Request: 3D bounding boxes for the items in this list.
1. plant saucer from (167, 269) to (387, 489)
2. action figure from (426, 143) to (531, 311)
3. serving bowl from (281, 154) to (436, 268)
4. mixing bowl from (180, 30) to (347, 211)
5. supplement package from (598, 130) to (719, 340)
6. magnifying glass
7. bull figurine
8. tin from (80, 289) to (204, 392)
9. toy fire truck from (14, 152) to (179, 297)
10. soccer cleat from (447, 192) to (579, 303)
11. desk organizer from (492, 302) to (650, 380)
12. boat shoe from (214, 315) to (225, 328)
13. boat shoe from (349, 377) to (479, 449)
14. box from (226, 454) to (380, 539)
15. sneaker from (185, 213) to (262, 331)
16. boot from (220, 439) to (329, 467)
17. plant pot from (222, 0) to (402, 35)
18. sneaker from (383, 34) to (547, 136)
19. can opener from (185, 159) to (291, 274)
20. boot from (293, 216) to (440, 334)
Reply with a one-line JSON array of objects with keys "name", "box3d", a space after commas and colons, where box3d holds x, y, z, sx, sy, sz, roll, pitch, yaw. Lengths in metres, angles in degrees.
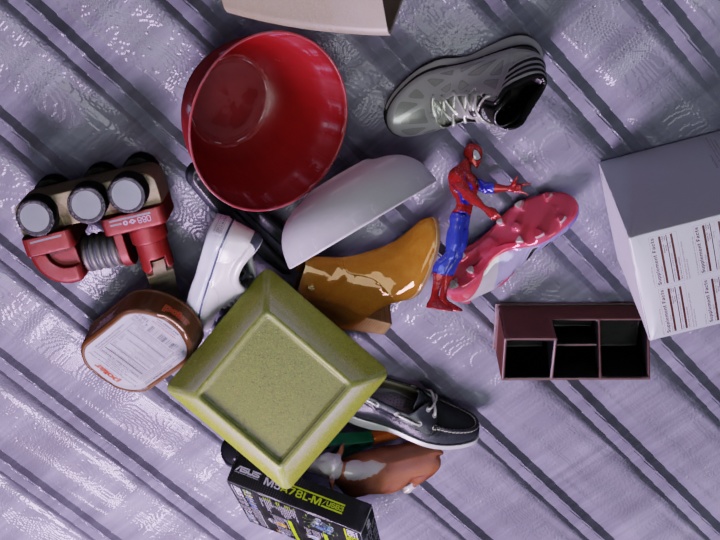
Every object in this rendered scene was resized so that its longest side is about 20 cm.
[{"name": "plant saucer", "box3d": [-0.102, 0.138, 1.495, 0.200, 0.048, 0.200, 40, 98, -5]}, {"name": "action figure", "box3d": [0.142, -0.049, 1.489, 0.098, 0.065, 0.202, 7, 91, 19]}, {"name": "serving bowl", "box3d": [-0.012, -0.080, 1.443, 0.199, 0.200, 0.066, -29, 92, 15]}, {"name": "mixing bowl", "box3d": [-0.126, -0.177, 1.396, 0.199, 0.108, 0.202, -15, 117, -30]}, {"name": "supplement package", "box3d": [0.403, -0.049, 1.459, 0.198, 0.192, 0.148, -14, 120, 8]}, {"name": "magnifying glass", "box3d": [-0.005, 0.232, 1.677, 0.198, 0.023, 0.080, -15, 153, -17]}, {"name": "bull figurine", "box3d": [0.014, 0.272, 1.675, 0.198, 0.066, 0.122, -3, 156, -22]}, {"name": "tin", "box3d": [-0.279, 0.091, 1.573, 0.112, 0.042, 0.199, 42, 135, -15]}, {"name": "toy fire truck", "box3d": [-0.299, -0.027, 1.510, 0.174, 0.129, 0.202, -13, 111, 7]}, {"name": "soccer cleat", "box3d": [0.187, -0.028, 1.551, 0.199, 0.067, 0.076, -35, 149, 11]}, {"name": "desk organizer", "box3d": [0.274, 0.092, 1.607, 0.197, 0.077, 0.072, 0, 121, -1]}, {"name": "boat shoe", "box3d": [-0.096, 0.094, 1.604, 0.198, 0.062, 0.073, 5, 150, -2]}, {"name": "boat shoe", "box3d": [0.069, 0.185, 1.659, 0.198, 0.076, 0.061, 10, 126, -9]}, {"name": "box", "box3d": [-0.071, 0.324, 1.666, 0.191, 0.048, 0.200, 16, 156, 13]}, {"name": "sneaker", "box3d": [-0.166, 0.017, 1.526, 0.070, 0.073, 0.201, 23, 141, 1]}, {"name": "boot", "box3d": [-0.115, 0.183, 1.611, 0.163, 0.066, 0.201, -15, 152, -5]}, {"name": "plant pot", "box3d": [-0.058, -0.360, 1.270, 0.175, 0.200, 0.202, -4, 122, 13]}, {"name": "sneaker", "box3d": [0.118, -0.193, 1.409, 0.199, 0.116, 0.076, -24, 119, 13]}, {"name": "can opener", "box3d": [-0.139, -0.064, 1.514, 0.063, 0.079, 0.200, -32, 126, 8]}, {"name": "boot", "box3d": [0.000, 0.000, 1.541, 0.143, 0.071, 0.202, 15, 128, -22]}]
